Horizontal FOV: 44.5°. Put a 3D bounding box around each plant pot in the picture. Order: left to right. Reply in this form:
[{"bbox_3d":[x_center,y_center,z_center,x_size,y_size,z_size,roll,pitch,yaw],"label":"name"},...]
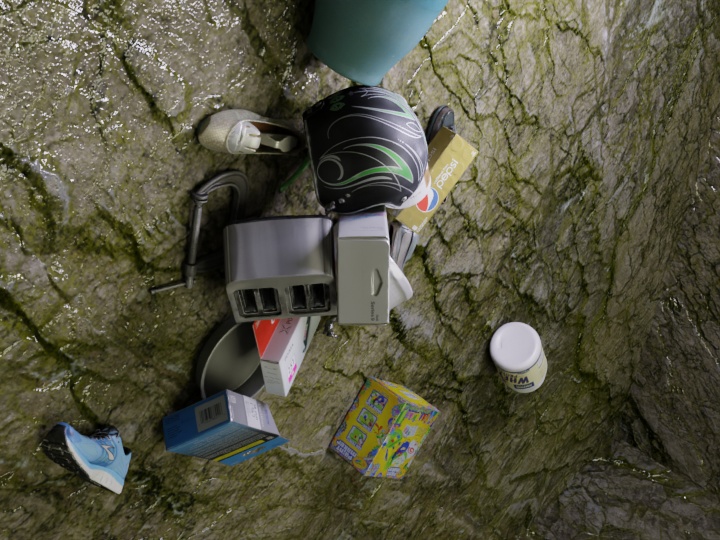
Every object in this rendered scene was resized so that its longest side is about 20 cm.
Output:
[{"bbox_3d":[0.015,-0.396,1.332,0.199,0.200,0.189,-7,138,-51],"label":"plant pot"}]

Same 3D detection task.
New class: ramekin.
[{"bbox_3d":[0.000,0.000,1.625,0.094,0.202,0.203,-39,145,-6],"label":"ramekin"}]

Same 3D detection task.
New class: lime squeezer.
[{"bbox_3d":[-0.049,-0.185,1.506,0.197,0.038,0.072,-12,89,-22],"label":"lime squeezer"}]

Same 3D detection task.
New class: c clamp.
[{"bbox_3d":[-0.242,-0.061,1.388,0.170,0.027,0.203,-13,126,-49],"label":"c clamp"}]

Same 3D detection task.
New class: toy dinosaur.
[{"bbox_3d":[-0.051,0.087,1.748,0.199,0.047,0.090,25,77,-63],"label":"toy dinosaur"}]

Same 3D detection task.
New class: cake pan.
[{"bbox_3d":[-0.220,0.160,1.590,0.199,0.036,0.203,-35,141,-34],"label":"cake pan"}]

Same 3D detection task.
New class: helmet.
[{"bbox_3d":[0.012,-0.193,1.400,0.187,0.202,0.202,-10,137,0],"label":"helmet"}]

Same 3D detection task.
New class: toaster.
[{"bbox_3d":[-0.124,-0.005,1.409,0.177,0.120,0.201,-5,152,-3],"label":"toaster"}]

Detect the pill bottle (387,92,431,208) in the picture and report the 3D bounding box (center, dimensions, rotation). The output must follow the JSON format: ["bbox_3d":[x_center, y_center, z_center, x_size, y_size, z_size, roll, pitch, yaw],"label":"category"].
[{"bbox_3d":[0.059,-0.217,1.593,0.114,0.114,0.201,-45,146,-19],"label":"pill bottle"}]

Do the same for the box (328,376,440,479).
[{"bbox_3d":[0.060,0.374,2.073,0.194,0.121,0.199,-60,148,2],"label":"box"}]

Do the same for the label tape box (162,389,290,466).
[{"bbox_3d":[-0.238,0.286,1.582,0.143,0.064,0.200,-25,152,18],"label":"label tape box"}]

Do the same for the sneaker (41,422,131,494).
[{"bbox_3d":[-0.427,0.279,1.393,0.201,0.077,0.091,66,42,-56],"label":"sneaker"}]

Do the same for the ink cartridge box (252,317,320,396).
[{"bbox_3d":[-0.128,0.092,1.582,0.175,0.043,0.201,86,20,-44],"label":"ink cartridge box"}]

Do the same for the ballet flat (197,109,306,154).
[{"bbox_3d":[-0.159,-0.208,1.349,0.198,0.062,0.068,-11,125,-50],"label":"ballet flat"}]

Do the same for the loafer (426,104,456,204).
[{"bbox_3d":[0.169,-0.231,1.780,0.071,0.062,0.203,-24,134,-44],"label":"loafer"}]

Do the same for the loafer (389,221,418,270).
[{"bbox_3d":[0.053,-0.005,1.805,0.062,0.072,0.203,17,96,-35],"label":"loafer"}]

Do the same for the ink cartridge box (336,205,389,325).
[{"bbox_3d":[0.004,-0.018,1.416,0.201,0.086,0.148,-96,-175,-68],"label":"ink cartridge box"}]

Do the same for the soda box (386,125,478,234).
[{"bbox_3d":[0.137,-0.177,1.717,0.067,0.064,0.201,32,97,-31],"label":"soda box"}]

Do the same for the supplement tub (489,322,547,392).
[{"bbox_3d":[0.450,0.251,2.486,0.146,0.144,0.201,-50,147,-12],"label":"supplement tub"}]
